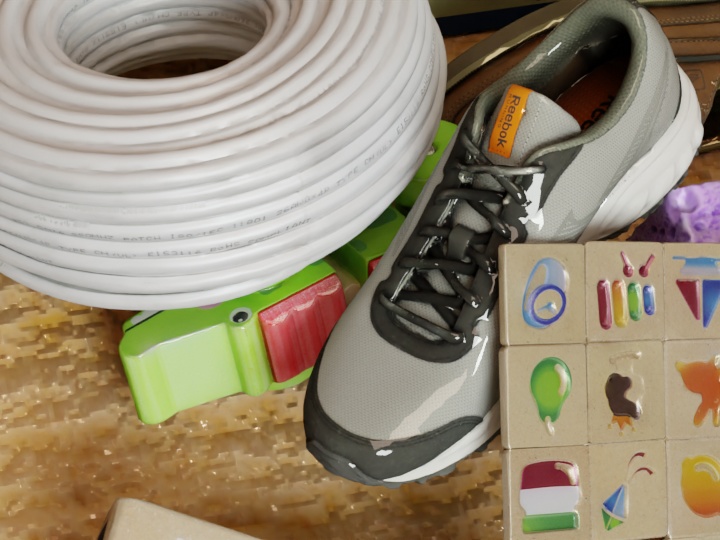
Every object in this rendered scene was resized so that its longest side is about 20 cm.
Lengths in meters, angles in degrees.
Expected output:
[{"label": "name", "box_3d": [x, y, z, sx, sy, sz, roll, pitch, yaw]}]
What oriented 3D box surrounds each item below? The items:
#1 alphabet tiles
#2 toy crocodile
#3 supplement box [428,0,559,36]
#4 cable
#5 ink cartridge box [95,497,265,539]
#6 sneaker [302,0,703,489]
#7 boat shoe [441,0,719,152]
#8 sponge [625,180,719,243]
[{"label": "alphabet tiles", "box_3d": [0.131, 0.074, 0.830, 0.199, 0.008, 0.169, 0, 89, -32]}, {"label": "toy crocodile", "box_3d": [0.000, 0.000, 0.888, 0.199, 0.068, 0.062, -26, 43, -23]}, {"label": "supplement box", "box_3d": [0.103, -0.209, 0.947, 0.198, 0.200, 0.135, -10, 68, -19]}, {"label": "cable", "box_3d": [-0.066, -0.072, 0.874, 0.199, 0.070, 0.200, -23, 43, -18]}, {"label": "ink cartridge box", "box_3d": [-0.016, 0.188, 0.803, 0.198, 0.075, 0.166, 18, 61, -7]}, {"label": "sneaker", "box_3d": [0.042, -0.015, 0.820, 0.074, 0.079, 0.201, 27, 71, 29]}, {"label": "boat shoe", "box_3d": [0.115, -0.072, 0.959, 0.199, 0.072, 0.068, -19, 70, -22]}, {"label": "sponge", "box_3d": [0.196, -0.008, 0.928, 0.198, 0.112, 0.030, -6, 69, -17]}]
